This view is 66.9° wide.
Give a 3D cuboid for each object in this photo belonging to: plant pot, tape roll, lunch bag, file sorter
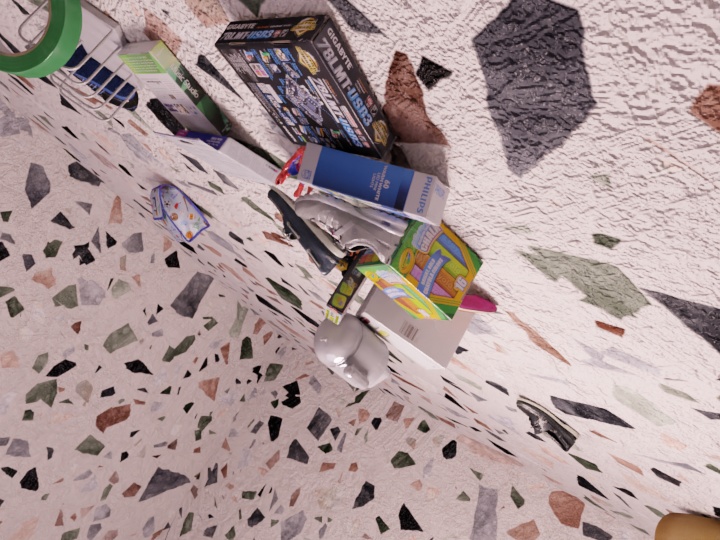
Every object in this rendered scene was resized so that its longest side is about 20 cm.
[{"bbox_3d":[0.901,0.718,1.396,0.185,0.188,0.201,32,151,3],"label":"plant pot"},{"bbox_3d":[-0.569,-0.432,0.911,0.199,0.202,0.048,33,-169,2],"label":"tape roll"},{"bbox_3d":[-0.628,-0.197,1.847,0.169,0.124,0.202,6,134,58],"label":"lunch bag"},{"bbox_3d":[-0.532,-0.405,1.051,0.138,0.126,0.200,34,164,0],"label":"file sorter"}]

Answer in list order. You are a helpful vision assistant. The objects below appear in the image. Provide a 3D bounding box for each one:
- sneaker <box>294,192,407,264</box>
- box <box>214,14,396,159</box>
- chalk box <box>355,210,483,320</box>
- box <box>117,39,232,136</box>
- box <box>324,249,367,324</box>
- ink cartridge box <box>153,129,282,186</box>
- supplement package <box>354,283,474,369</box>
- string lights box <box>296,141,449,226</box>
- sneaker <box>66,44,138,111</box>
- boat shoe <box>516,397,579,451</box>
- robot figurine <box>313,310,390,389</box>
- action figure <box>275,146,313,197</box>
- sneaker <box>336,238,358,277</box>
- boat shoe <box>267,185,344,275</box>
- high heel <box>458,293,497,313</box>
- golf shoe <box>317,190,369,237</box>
[{"bbox_3d":[-0.028,-0.067,0.855,0.197,0.084,0.074,19,-176,28],"label":"sneaker"},{"bbox_3d":[-0.072,-0.244,0.741,0.196,0.050,0.200,17,159,40],"label":"box"},{"bbox_3d":[0.085,-0.023,0.932,0.199,0.125,0.124,39,163,-18],"label":"chalk box"},{"bbox_3d":[-0.350,-0.342,1.037,0.143,0.037,0.200,19,159,42],"label":"box"},{"bbox_3d":[0.000,0.000,1.026,0.034,0.202,0.110,31,163,3],"label":"box"},{"bbox_3d":[-0.287,-0.241,1.105,0.194,0.044,0.199,20,174,42],"label":"ink cartridge box"},{"bbox_3d":[0.113,0.084,1.123,0.198,0.157,0.111,34,165,-4],"label":"supplement package"},{"bbox_3d":[0.020,-0.123,0.782,0.197,0.060,0.103,19,-176,19],"label":"string lights box"},{"bbox_3d":[-0.576,-0.420,1.192,0.198,0.071,0.078,35,159,-4],"label":"sneaker"},{"bbox_3d":[0.503,0.427,1.498,0.198,0.067,0.074,36,164,-6],"label":"boat shoe"},{"bbox_3d":[-0.018,0.162,1.115,0.200,0.112,0.171,43,-162,-36],"label":"robot figurine"},{"bbox_3d":[-0.121,-0.161,0.999,0.065,0.100,0.200,35,162,-12],"label":"action figure"},{"bbox_3d":[-0.018,-0.044,1.134,0.069,0.091,0.201,28,163,15],"label":"sneaker"},{"bbox_3d":[-0.108,-0.074,0.980,0.200,0.062,0.075,44,-172,16],"label":"boat shoe"},{"bbox_3d":[0.176,0.024,1.058,0.196,0.098,0.067,13,175,2],"label":"high heel"},{"bbox_3d":[-0.043,-0.133,0.933,0.075,0.092,0.201,25,160,30],"label":"golf shoe"}]
